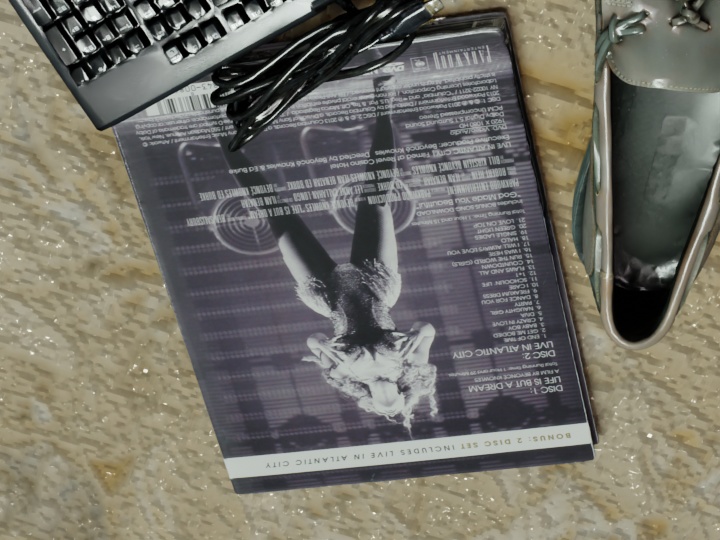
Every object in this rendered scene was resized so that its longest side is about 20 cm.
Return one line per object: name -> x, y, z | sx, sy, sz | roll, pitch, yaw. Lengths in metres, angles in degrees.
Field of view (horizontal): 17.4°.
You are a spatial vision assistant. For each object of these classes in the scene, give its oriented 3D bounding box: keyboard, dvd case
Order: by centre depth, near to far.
keyboard -> -0.022, -0.103, 0.780 | 0.200, 0.040, 0.104 | -27, 112, 24
dvd case -> 0.000, 0.000, 0.883 | 0.149, 0.016, 0.200 | -7, 125, 12

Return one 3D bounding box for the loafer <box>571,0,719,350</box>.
loafer -> 0.109, -0.061, 0.790 | 0.072, 0.063, 0.200 | 6, 128, 3
